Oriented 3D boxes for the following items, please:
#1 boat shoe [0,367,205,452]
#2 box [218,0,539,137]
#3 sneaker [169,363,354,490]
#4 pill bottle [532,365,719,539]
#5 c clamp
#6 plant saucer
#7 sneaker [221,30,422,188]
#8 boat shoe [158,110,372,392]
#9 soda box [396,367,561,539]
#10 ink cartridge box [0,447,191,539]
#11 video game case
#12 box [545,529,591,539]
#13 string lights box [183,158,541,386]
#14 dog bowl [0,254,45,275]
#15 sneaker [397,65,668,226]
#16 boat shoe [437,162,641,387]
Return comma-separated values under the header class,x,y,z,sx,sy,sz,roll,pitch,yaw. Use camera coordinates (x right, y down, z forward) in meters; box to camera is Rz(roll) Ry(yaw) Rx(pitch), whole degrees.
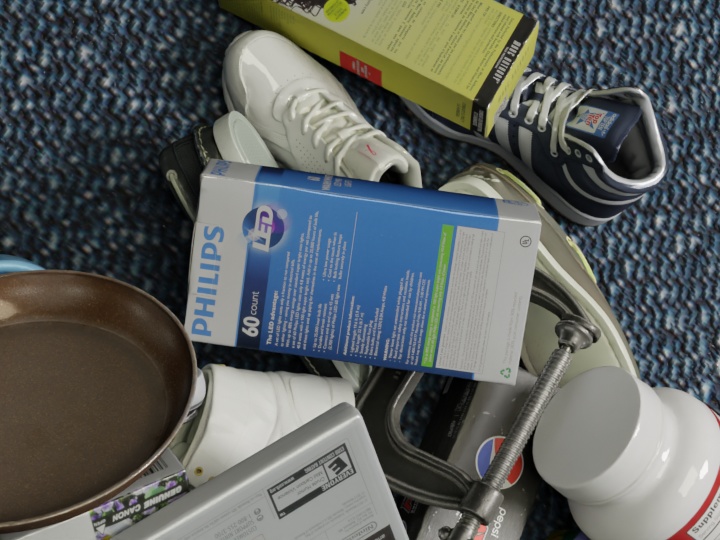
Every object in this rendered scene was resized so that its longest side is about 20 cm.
class,x,y,z,sx,sy,sz,roll,pitch,yaw
boat shoe,-0.176,0.114,1.025,0.200,0.070,0.066,-23,111,-26
box,0.010,-0.165,1.157,0.200,0.050,0.075,26,72,9
sneaker,-0.075,0.156,1.090,0.115,0.074,0.200,11,80,-25
pill bottle,0.205,0.145,1.148,0.200,0.112,0.112,37,70,-31
c clamp,0.083,0.084,1.112,0.171,0.027,0.200,16,68,25
plant saucer,-0.188,0.075,0.986,0.200,0.200,0.032,-23,132,-21
sneaker,-0.009,-0.077,1.146,0.078,0.099,0.200,-41,96,-20
boat shoe,-0.058,-0.003,1.139,0.060,0.076,0.200,-23,101,18
soda box,0.064,0.157,1.152,0.071,0.063,0.200,28,74,-14
ink cartridge box,-0.141,0.199,1.025,0.109,0.050,0.200,-21,124,-21
video game case,-0.061,0.193,1.018,0.200,0.023,0.182,-30,123,-15
box,0.117,0.279,1.160,0.117,0.048,0.200,42,73,-8
string lights box,0.000,0.000,1.068,0.200,0.059,0.103,8,104,-1
dog bowl,-0.194,0.081,1.082,0.111,0.050,0.200,-29,91,-21
sneaker,0.115,-0.108,1.189,0.200,0.108,0.070,35,71,-11
boat shoe,0.125,0.015,1.193,0.202,0.072,0.060,53,34,-4
